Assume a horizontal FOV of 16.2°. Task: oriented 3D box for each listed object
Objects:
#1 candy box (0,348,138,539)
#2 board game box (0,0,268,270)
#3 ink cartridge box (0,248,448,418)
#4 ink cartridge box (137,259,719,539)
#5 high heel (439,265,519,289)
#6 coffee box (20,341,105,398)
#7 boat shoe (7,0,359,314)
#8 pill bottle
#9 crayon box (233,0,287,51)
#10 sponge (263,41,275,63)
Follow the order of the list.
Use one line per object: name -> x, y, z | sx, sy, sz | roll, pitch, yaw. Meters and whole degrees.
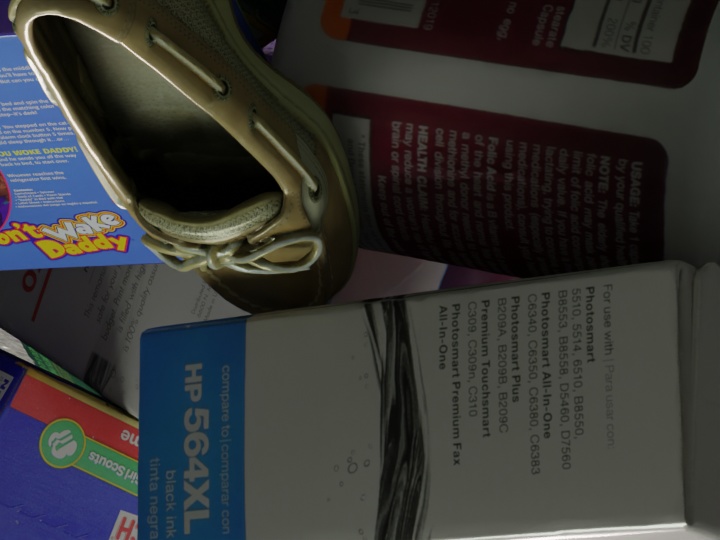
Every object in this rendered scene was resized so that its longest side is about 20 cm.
candy box -> -0.129, 0.085, 1.061 | 0.169, 0.077, 0.200 | 31, 174, -32
board game box -> -0.130, -0.054, 0.866 | 0.199, 0.045, 0.135 | -2, 146, 18
ink cartridge box -> -0.069, -0.006, 0.996 | 0.200, 0.116, 0.067 | 30, -165, 37
ink cartridge box -> 0.048, 0.060, 0.828 | 0.199, 0.085, 0.146 | -7, 164, 32
high heel -> 0.000, 0.000, 1.047 | 0.067, 0.096, 0.200 | 10, -163, -35
coffee box -> -0.085, 0.028, 1.121 | 0.200, 0.044, 0.123 | 21, 148, 37
boat shoe -> -0.054, -0.039, 0.765 | 0.073, 0.063, 0.201 | -1, 144, 17
pill bottle -> 0.080, -0.050, 0.838 | 0.199, 0.115, 0.114 | 11, 165, 19
crayon box -> -0.132, -0.094, 0.896 | 0.126, 0.052, 0.200 | 30, 143, -29
sponge -> -0.029, -0.088, 0.979 | 0.199, 0.030, 0.112 | 18, 166, -10
